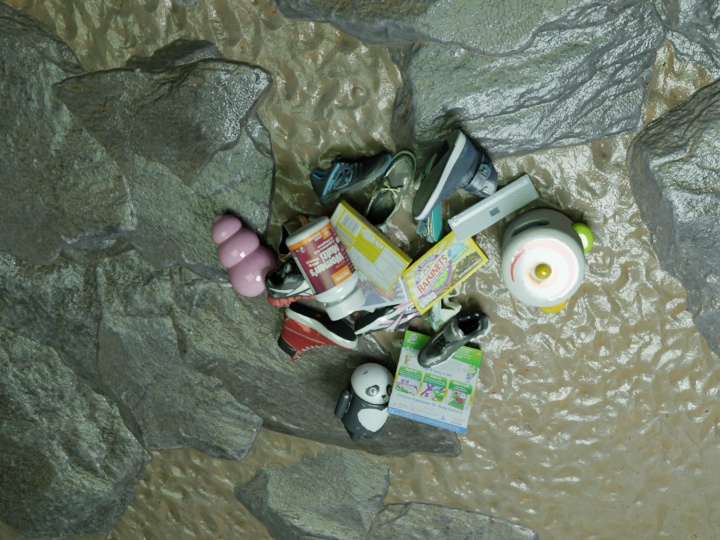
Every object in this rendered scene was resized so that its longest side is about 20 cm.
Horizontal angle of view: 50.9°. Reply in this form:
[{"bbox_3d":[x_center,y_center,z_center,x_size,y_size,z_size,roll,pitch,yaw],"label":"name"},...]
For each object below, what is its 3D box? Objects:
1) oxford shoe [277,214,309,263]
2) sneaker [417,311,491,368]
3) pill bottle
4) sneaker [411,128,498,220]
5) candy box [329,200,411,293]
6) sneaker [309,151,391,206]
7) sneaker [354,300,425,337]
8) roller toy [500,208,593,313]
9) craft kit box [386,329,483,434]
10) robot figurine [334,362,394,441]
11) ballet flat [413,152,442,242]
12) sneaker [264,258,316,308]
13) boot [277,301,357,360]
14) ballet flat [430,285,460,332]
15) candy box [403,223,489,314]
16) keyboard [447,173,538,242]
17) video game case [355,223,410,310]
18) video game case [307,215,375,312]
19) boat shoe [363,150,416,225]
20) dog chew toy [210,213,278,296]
[{"bbox_3d":[-0.164,-0.027,1.769,0.070,0.072,0.206,21,118,41],"label":"oxford shoe"},{"bbox_3d":[0.211,0.152,1.750,0.197,0.091,0.067,-32,63,2],"label":"sneaker"},{"bbox_3d":[-0.072,-0.004,1.631,0.108,0.110,0.203,-24,101,22],"label":"pill bottle"},{"bbox_3d":[0.205,-0.168,1.589,0.145,0.077,0.205,33,85,-26],"label":"sneaker"},{"bbox_3d":[0.011,-0.051,1.653,0.199,0.026,0.103,41,130,6],"label":"candy box"},{"bbox_3d":[-0.024,-0.216,1.660,0.197,0.074,0.083,-26,107,21],"label":"sneaker"},{"bbox_3d":[0.073,0.118,1.802,0.197,0.081,0.087,-27,118,28],"label":"sneaker"},{"bbox_3d":[0.389,-0.023,1.628,0.178,0.140,0.204,23,119,1],"label":"roller toy"},{"bbox_3d":[0.177,0.265,1.805,0.195,0.049,0.203,15,82,4],"label":"craft kit box"},{"bbox_3d":[0.018,0.329,1.884,0.122,0.150,0.204,25,119,13],"label":"robot figurine"},{"bbox_3d":[0.145,-0.161,1.660,0.072,0.075,0.206,5,113,9],"label":"ballet flat"},{"bbox_3d":[-0.131,0.019,1.715,0.195,0.072,0.099,-13,129,11],"label":"sneaker"},{"bbox_3d":[-0.108,0.178,1.872,0.196,0.073,0.147,23,119,9],"label":"boot"},{"bbox_3d":[0.197,0.057,1.744,0.070,0.069,0.206,11,117,33],"label":"ballet flat"},{"bbox_3d":[0.180,-0.003,1.689,0.199,0.026,0.103,-41,86,18],"label":"candy box"},{"bbox_3d":[0.286,-0.134,1.635,0.197,0.011,0.057,-30,93,8],"label":"keyboard"},{"bbox_3d":[0.000,0.000,1.723,0.196,0.023,0.186,-11,108,32],"label":"video game case"},{"bbox_3d":[-0.043,-0.014,1.771,0.195,0.023,0.186,18,118,16],"label":"video game case"},{"bbox_3d":[0.064,-0.167,1.672,0.071,0.061,0.204,28,118,-3],"label":"boat shoe"},{"bbox_3d":[-0.279,-0.042,1.776,0.123,0.125,0.202,-30,99,23],"label":"dog chew toy"}]
